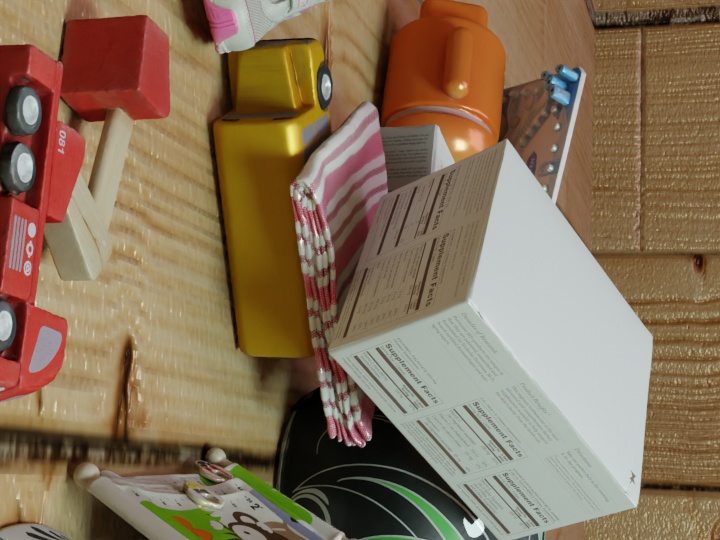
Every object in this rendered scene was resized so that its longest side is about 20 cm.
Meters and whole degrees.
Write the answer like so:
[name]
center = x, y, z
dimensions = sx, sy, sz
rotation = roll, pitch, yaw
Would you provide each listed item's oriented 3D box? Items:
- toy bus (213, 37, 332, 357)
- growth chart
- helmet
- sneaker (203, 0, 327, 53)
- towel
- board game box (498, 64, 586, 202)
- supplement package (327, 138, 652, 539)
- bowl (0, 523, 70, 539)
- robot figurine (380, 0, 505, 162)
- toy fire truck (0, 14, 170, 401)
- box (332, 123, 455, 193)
[toy bus]
center = -0.054, -0.050, 0.871
dimensions = 0.078, 0.064, 0.203
rotation = -46, 134, -64
[growth chart]
center = -0.069, 0.141, 0.719
dimensions = 0.018, 0.144, 0.200
rotation = -63, 161, 3
[helmet]
center = 0.046, 0.174, 0.985
dimensions = 0.200, 0.188, 0.203
rotation = 0, 90, -72
[sneaker]
center = -0.048, -0.209, 0.847
dimensions = 0.201, 0.087, 0.082
rotation = -69, 153, -49
[towel]
center = 0.000, 0.000, 0.889
dimensions = 0.147, 0.029, 0.203
rotation = -59, 145, -58
[board game box]
center = 0.122, -0.089, 1.239
dimensions = 0.026, 0.199, 0.203
rotation = 22, 76, -28
[supplement package]
center = 0.095, 0.049, 0.859
dimensions = 0.200, 0.110, 0.157
rotation = 49, 38, -27
[bowl]
center = -0.124, 0.221, 0.593
dimensions = 0.200, 0.093, 0.204
rotation = 0, 90, -72
[robot figurine]
center = 0.077, -0.155, 1.217
dimensions = 0.116, 0.143, 0.203
rotation = 28, 59, -38
[toy fire truck]
center = -0.144, -0.036, 0.599
dimensions = 0.141, 0.048, 0.203
rotation = 36, 56, -70
[box]
center = 0.032, -0.026, 1.072
dimensions = 0.200, 0.111, 0.103
rotation = 53, 40, -60
